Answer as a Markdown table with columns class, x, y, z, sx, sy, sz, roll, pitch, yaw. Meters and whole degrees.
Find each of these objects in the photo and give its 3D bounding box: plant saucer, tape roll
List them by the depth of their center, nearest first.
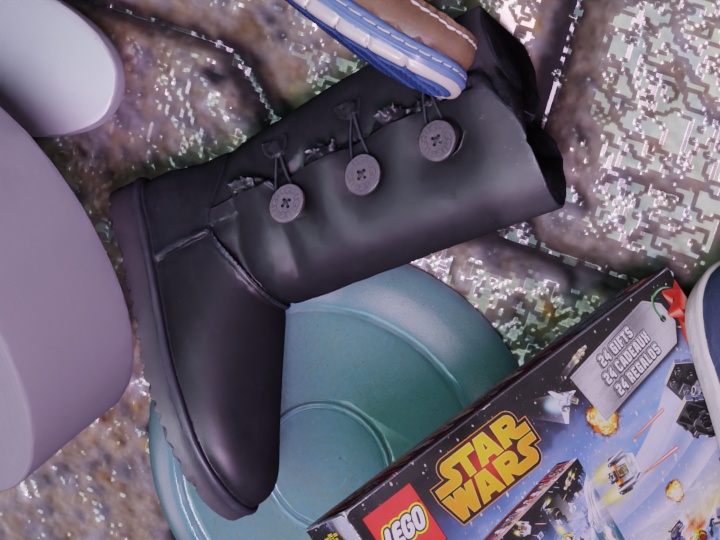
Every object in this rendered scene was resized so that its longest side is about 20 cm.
| class | x | y | z | sx | sy | sz | roll | pitch | yaw |
| --- | --- | --- | --- | --- | --- | --- | --- | --- | --- |
| tape roll | -0.195 | 0.001 | 0.830 | 0.200 | 0.066 | 0.201 | 31 | 143 | 27 |
| plant saucer | -0.013 | 0.090 | 0.865 | 0.199 | 0.027 | 0.201 | 4 | 102 | 18 |

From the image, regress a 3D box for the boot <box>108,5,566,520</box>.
| class | x | y | z | sx | sy | sz | roll | pitch | yaw |
| --- | --- | --- | --- | --- | --- | --- | --- | --- | --- |
| boot | 0.000 | -0.001 | 0.801 | 0.199 | 0.066 | 0.166 | -22 | 77 | 15 |

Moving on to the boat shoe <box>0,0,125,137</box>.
| class | x | y | z | sx | sy | sz | roll | pitch | yaw |
| --- | --- | --- | --- | --- | --- | --- | --- | --- | --- |
| boat shoe | -0.196 | -0.111 | 0.868 | 0.199 | 0.057 | 0.069 | 16 | 97 | 14 |

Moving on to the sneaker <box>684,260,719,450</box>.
| class | x | y | z | sx | sy | sz | roll | pitch | yaw |
| --- | --- | --- | --- | --- | --- | --- | --- | --- | --- |
| sneaker | 0.192 | 0.079 | 0.732 | 0.075 | 0.085 | 0.201 | -15 | 76 | -22 |

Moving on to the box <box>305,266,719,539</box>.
| class | x | y | z | sx | sy | sz | roll | pitch | yaw |
| --- | --- | --- | --- | --- | --- | --- | --- | --- | --- |
| box | 0.092 | 0.106 | 0.753 | 0.137 | 0.200 | 0.040 | 57 | 148 | 0 |

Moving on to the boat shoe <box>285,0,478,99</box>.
| class | x | y | z | sx | sy | sz | roll | pitch | yaw |
| --- | --- | --- | --- | --- | --- | --- | --- | --- | --- |
| boat shoe | -0.017 | -0.149 | 0.772 | 0.200 | 0.072 | 0.072 | 41 | 95 | 25 |
